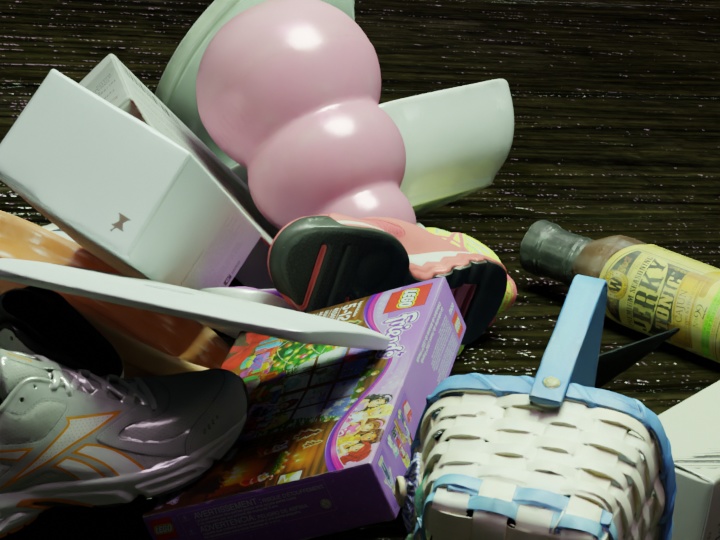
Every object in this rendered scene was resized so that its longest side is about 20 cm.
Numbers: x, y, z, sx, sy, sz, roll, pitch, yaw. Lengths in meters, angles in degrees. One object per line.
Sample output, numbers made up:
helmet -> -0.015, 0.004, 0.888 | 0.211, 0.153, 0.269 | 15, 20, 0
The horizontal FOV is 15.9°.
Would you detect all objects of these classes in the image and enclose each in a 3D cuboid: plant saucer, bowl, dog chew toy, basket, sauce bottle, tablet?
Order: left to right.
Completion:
plant saucer -> -0.163, 0.025, 1.539 | 0.200, 0.038, 0.200 | 31, 6, -4
tablet -> -0.095, 0.017, 1.399 | 0.200, 0.014, 0.130 | 11, 1, 23
plant saucer -> -0.064, -0.136, 1.854 | 0.050, 0.200, 0.200 | 39, 31, 24
dog chew toy -> -0.028, -0.078, 1.700 | 0.124, 0.124, 0.200 | -10, 69, -44
bowl -> 0.007, -0.069, 1.874 | 0.200, 0.075, 0.200 | -23, -4, 36
basket -> 0.092, 0.118, 1.324 | 0.139, 0.177, 0.200 | 11, 30, 16
sauce bottle -> 0.206, 0.014, 1.850 | 0.200, 0.065, 0.065 | 20, 21, 32

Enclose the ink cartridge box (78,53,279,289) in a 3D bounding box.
ink cartridge box -> -0.098, -0.040, 1.707 | 0.200, 0.045, 0.176 | 44, 6, -26

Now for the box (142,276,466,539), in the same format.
box -> -0.027, 0.081, 1.426 | 0.137, 0.039, 0.200 | -15, 24, 21

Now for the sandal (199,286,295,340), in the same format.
sandal -> -0.045, 0.023, 1.614 | 0.082, 0.050, 0.203 | 7, -6, 12

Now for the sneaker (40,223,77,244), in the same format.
sneaker -> -0.180, 0.006, 1.684 | 0.200, 0.075, 0.084 | -16, 39, -42

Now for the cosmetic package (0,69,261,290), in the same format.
cosmetic package -> -0.135, -0.040, 1.520 | 0.101, 0.071, 0.200 | 32, -5, 14

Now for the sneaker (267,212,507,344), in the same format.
sneaker -> 0.000, 0.000, 1.586 | 0.087, 0.074, 0.200 | 32, 12, 39

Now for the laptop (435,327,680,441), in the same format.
laptop -> 0.049, 0.060, 1.553 | 0.200, 0.116, 0.187 | 29, 25, 31

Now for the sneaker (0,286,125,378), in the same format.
sneaker -> -0.221, 0.046, 1.444 | 0.200, 0.116, 0.076 | 13, 36, 7

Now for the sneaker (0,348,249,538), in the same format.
sneaker -> -0.156, 0.077, 1.366 | 0.200, 0.092, 0.076 | -17, 24, -16

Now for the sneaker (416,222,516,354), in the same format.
sneaker -> 0.066, 0.012, 1.765 | 0.090, 0.078, 0.200 | 10, 18, -6

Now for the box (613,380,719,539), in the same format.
box -> 0.211, 0.120, 1.521 | 0.068, 0.082, 0.200 | 21, 23, 26
